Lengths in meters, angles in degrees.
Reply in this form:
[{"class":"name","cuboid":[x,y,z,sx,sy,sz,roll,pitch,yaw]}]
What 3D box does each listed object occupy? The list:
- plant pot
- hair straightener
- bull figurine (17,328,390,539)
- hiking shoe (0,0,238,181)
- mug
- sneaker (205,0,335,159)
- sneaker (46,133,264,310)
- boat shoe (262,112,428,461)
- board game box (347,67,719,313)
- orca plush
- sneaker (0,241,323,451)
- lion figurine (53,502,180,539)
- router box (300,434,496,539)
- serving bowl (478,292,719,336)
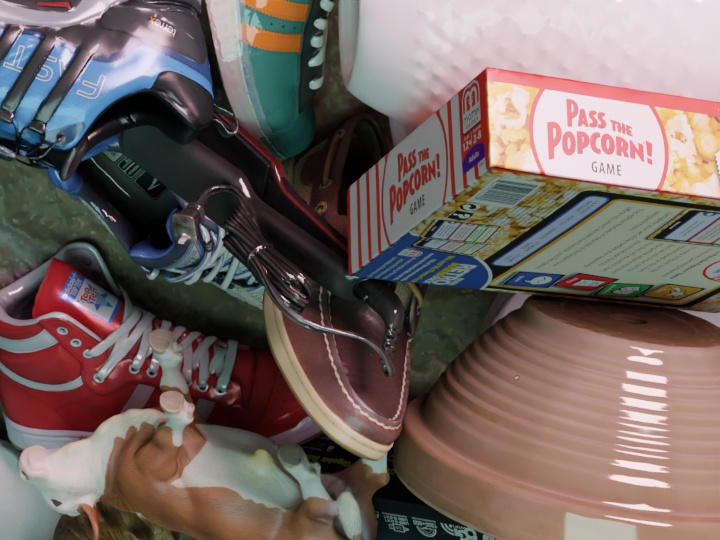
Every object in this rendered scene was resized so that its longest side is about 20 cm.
[{"class":"plant pot","cuboid":[0.120,0.067,0.986,0.199,0.201,0.094,10,102,-2]},{"class":"hair straightener","cuboid":[-0.055,-0.015,0.975,0.200,0.077,0.041,46,137,26]},{"class":"bull figurine","cuboid":[-0.078,0.103,1.073,0.198,0.065,0.122,18,136,2]},{"class":"hiking shoe","cuboid":[-0.161,-0.082,0.950,0.198,0.074,0.087,-15,77,-9]},{"class":"mug","cuboid":[0.078,-0.105,0.963,0.173,0.148,0.201,1,131,-7]},{"class":"sneaker","cuboid":[-0.034,-0.143,1.002,0.079,0.072,0.201,-7,125,5]},{"class":"sneaker","cuboid":[-0.086,-0.020,1.075,0.199,0.085,0.077,33,119,-16]},{"class":"boat shoe","cuboid":[0.000,0.000,1.013,0.072,0.201,0.072,31,123,-30]},{"class":"board game box","cuboid":[0.113,-0.029,0.921,0.198,0.047,0.151,6,161,-23]},{"class":"orca plush","cuboid":[-0.198,0.176,1.235,0.105,0.071,0.200,-51,122,-19]},{"class":"sneaker","cuboid":[-0.109,0.043,1.124,0.198,0.072,0.113,-3,125,9]},{"class":"lion figurine","cuboid":[-0.168,0.195,1.164,0.199,0.123,0.073,-38,162,-12]},{"class":"router box","cuboid":[0.037,0.163,1.145,0.199,0.062,0.151,6,128,35]},{"class":"serving bowl","cuboid":[0.158,0.046,1.109,0.198,0.066,0.202,2,122,3]}]
